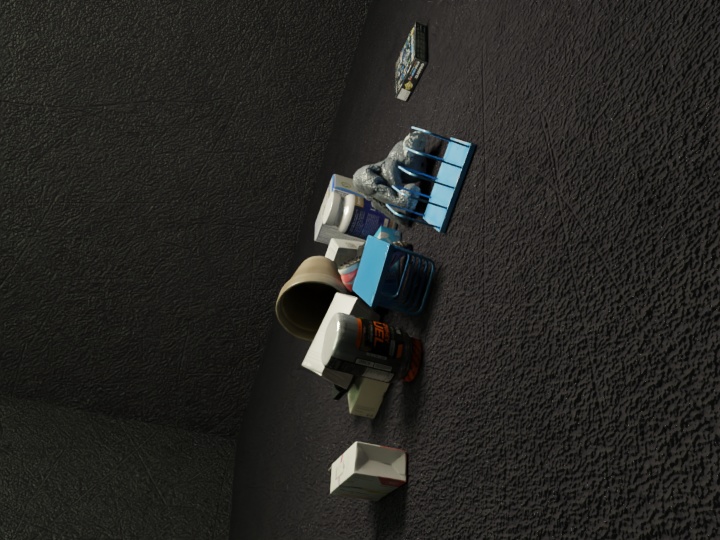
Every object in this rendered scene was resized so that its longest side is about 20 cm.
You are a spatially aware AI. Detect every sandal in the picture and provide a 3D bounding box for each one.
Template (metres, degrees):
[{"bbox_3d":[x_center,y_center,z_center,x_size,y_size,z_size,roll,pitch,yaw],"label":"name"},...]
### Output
[{"bbox_3d":[-0.050,0.275,1.504,0.201,0.047,0.076,119,164,-49],"label":"sandal"}]

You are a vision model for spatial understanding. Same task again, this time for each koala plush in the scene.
[{"bbox_3d":[0.100,-0.257,1.511,0.201,0.183,0.177,-56,-3,-9],"label":"koala plush"}]

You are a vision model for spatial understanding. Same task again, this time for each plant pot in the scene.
[{"bbox_3d":[-0.116,0.058,1.567,0.174,0.198,0.201,-89,20,-56],"label":"plant pot"}]

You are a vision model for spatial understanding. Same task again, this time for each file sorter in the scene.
[{"bbox_3d":[0.075,0.010,1.366,0.200,0.121,0.140,-144,70,-75],"label":"file sorter"},{"bbox_3d":[0.150,-0.210,1.331,0.139,0.121,0.202,-118,45,-70],"label":"file sorter"}]

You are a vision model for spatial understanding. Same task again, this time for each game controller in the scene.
[{"bbox_3d":[0.000,0.000,1.623,0.201,0.042,0.105,-81,4,-60],"label":"game controller"}]

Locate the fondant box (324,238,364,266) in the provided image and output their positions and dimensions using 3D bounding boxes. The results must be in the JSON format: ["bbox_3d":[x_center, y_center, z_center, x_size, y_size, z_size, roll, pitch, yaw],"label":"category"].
[{"bbox_3d":[-0.050,0.007,1.817,0.058,0.143,0.202,51,127,47],"label":"fondant box"}]

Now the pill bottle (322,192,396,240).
[{"bbox_3d":[-0.002,-0.152,1.691,0.116,0.198,0.117,-165,90,-75],"label":"pill bottle"}]

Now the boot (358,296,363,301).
[{"bbox_3d":[-0.056,0.065,1.680,0.074,0.089,0.200,-68,18,6],"label":"boot"}]

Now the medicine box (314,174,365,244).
[{"bbox_3d":[-0.032,-0.175,1.866,0.103,0.180,0.201,-97,26,-55],"label":"medicine box"}]

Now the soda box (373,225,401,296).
[{"bbox_3d":[0.065,-0.015,1.578,0.068,0.063,0.202,126,154,-55],"label":"soda box"}]

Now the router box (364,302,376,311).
[{"bbox_3d":[-0.008,0.122,1.735,0.201,0.050,0.150,-100,28,-54],"label":"router box"}]

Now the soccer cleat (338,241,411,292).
[{"bbox_3d":[0.043,-0.014,1.499,0.068,0.198,0.074,-148,35,-72],"label":"soccer cleat"}]

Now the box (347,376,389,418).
[{"bbox_3d":[0.033,0.253,1.422,0.082,0.068,0.202,-101,30,-61],"label":"box"}]

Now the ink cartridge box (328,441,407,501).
[{"bbox_3d":[0.008,0.434,1.244,0.201,0.115,0.068,122,158,-51],"label":"ink cartridge box"}]

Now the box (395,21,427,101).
[{"bbox_3d":[0.162,-0.671,1.892,0.159,0.045,0.202,122,158,-50],"label":"box"}]

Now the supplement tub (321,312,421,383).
[{"bbox_3d":[0.024,0.172,1.273,0.122,0.198,0.124,-165,90,-75],"label":"supplement tub"}]

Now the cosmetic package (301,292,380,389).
[{"bbox_3d":[-0.045,0.167,1.418,0.090,0.107,0.202,15,74,47],"label":"cosmetic package"}]
